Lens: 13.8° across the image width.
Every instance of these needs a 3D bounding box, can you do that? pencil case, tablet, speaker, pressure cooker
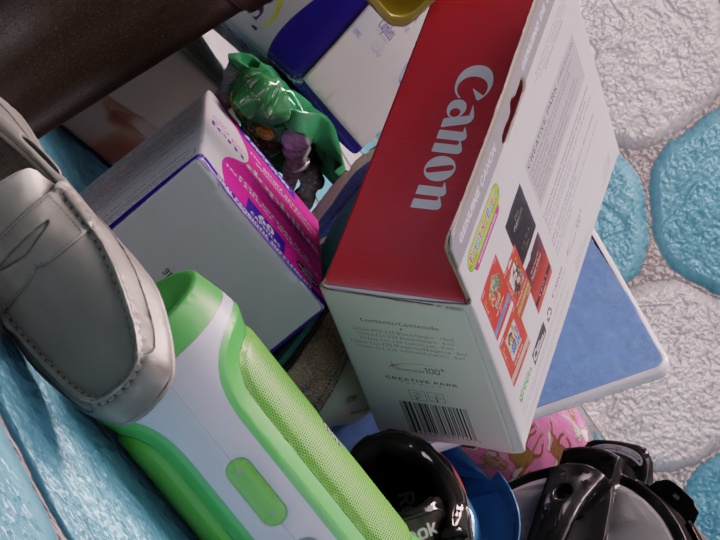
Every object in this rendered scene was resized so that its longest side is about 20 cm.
[{"bbox_3d":[0.067,0.079,1.760,0.200,0.086,0.083,41,59,-57],"label":"pencil case"},{"bbox_3d":[0.053,0.038,1.604,0.014,0.199,0.131,88,-20,-51],"label":"tablet"},{"bbox_3d":[-0.044,0.099,1.375,0.200,0.088,0.089,52,7,-16],"label":"speaker"},{"bbox_3d":[0.132,0.203,1.673,0.176,0.178,0.200,62,9,33],"label":"pressure cooker"}]

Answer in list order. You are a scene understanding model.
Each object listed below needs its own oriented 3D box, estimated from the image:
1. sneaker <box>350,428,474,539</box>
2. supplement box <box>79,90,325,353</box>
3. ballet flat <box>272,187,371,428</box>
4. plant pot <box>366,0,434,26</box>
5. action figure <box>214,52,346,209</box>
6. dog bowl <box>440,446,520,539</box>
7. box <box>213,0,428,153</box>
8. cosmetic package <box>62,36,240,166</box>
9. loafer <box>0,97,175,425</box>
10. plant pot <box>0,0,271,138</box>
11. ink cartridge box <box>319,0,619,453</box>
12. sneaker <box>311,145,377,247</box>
[{"bbox_3d":[0.031,0.166,1.465,0.098,0.070,0.202,68,8,-63],"label":"sneaker"},{"bbox_3d":[-0.088,-0.010,1.543,0.101,0.103,0.200,50,6,-12],"label":"supplement box"},{"bbox_3d":[-0.010,0.038,1.558,0.067,0.201,0.068,39,-34,-11],"label":"ballet flat"},{"bbox_3d":[0.001,-0.285,1.536,0.200,0.200,0.176,49,-4,-37],"label":"plant pot"},{"bbox_3d":[-0.050,-0.081,1.700,0.118,0.055,0.200,44,-5,12],"label":"action figure"},{"bbox_3d":[0.011,0.116,1.591,0.200,0.111,0.050,58,-11,35],"label":"dog bowl"},{"bbox_3d":[-0.056,-0.187,1.772,0.200,0.105,0.184,41,-1,16],"label":"box"},{"bbox_3d":[-0.156,-0.136,1.758,0.104,0.087,0.200,58,7,26],"label":"cosmetic package"},{"bbox_3d":[-0.148,-0.011,1.302,0.200,0.070,0.070,49,8,35],"label":"loafer"},{"bbox_3d":[-0.148,-0.177,1.543,0.201,0.198,0.200,52,7,-9],"label":"plant pot"},{"bbox_3d":[0.056,-0.041,1.510,0.176,0.083,0.201,69,34,-50],"label":"ink cartridge box"},{"bbox_3d":[0.000,0.000,1.680,0.079,0.199,0.089,49,10,-41],"label":"sneaker"}]
